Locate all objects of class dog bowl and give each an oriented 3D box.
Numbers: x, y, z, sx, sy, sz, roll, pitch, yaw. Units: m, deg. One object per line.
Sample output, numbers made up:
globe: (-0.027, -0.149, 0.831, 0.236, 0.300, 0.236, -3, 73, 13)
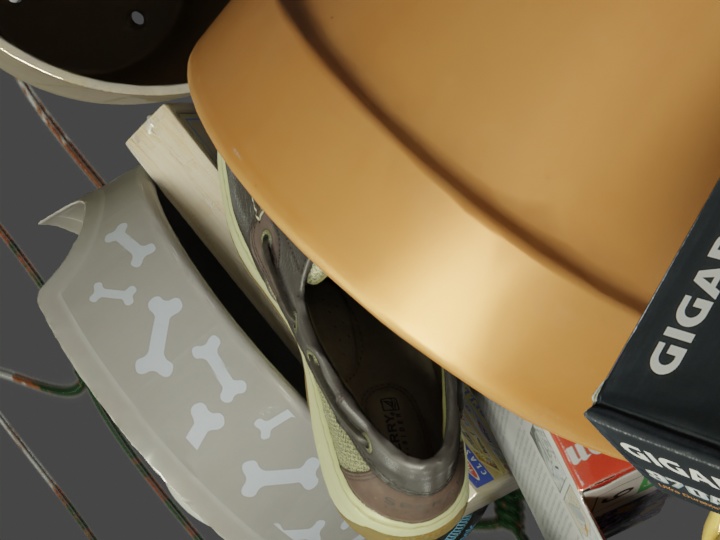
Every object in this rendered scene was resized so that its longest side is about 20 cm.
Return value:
dog bowl: (-0.049, 0.038, 0.964, 0.200, 0.059, 0.200, 47, -170, -11)

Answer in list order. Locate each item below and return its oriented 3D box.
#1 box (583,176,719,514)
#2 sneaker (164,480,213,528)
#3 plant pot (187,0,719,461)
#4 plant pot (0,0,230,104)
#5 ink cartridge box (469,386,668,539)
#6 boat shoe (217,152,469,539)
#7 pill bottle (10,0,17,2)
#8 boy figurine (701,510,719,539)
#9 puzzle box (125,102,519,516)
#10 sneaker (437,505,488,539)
box: (0.166, -0.019, 0.534, 0.158, 0.201, 0.046, 19, 161, 42)
sneaker: (-0.033, 0.121, 1.176, 0.200, 0.070, 0.081, 40, 145, 29)
plant pot: (0.069, -0.061, 0.691, 0.200, 0.200, 0.140, 45, 110, 21)
plant pot: (-0.100, -0.141, 0.928, 0.188, 0.187, 0.200, 57, 164, -1)
ink cartridge box: (0.083, 0.057, 0.876, 0.109, 0.050, 0.201, 91, 154, -71)
boat shoe: (0.000, 0.000, 0.873, 0.065, 0.073, 0.201, 113, 140, -58)
pill bottle: (-0.252, -0.168, 1.175, 0.200, 0.116, 0.116, 5, 123, 55)
boy figurine: (0.141, 0.120, 0.756, 0.201, 0.064, 0.125, 93, 172, -51)
puzzle box: (-0.001, 0.012, 0.968, 0.025, 0.133, 0.200, -43, 79, 20)
sneaker: (-0.013, 0.047, 1.089, 0.082, 0.073, 0.200, -38, 87, 40)
